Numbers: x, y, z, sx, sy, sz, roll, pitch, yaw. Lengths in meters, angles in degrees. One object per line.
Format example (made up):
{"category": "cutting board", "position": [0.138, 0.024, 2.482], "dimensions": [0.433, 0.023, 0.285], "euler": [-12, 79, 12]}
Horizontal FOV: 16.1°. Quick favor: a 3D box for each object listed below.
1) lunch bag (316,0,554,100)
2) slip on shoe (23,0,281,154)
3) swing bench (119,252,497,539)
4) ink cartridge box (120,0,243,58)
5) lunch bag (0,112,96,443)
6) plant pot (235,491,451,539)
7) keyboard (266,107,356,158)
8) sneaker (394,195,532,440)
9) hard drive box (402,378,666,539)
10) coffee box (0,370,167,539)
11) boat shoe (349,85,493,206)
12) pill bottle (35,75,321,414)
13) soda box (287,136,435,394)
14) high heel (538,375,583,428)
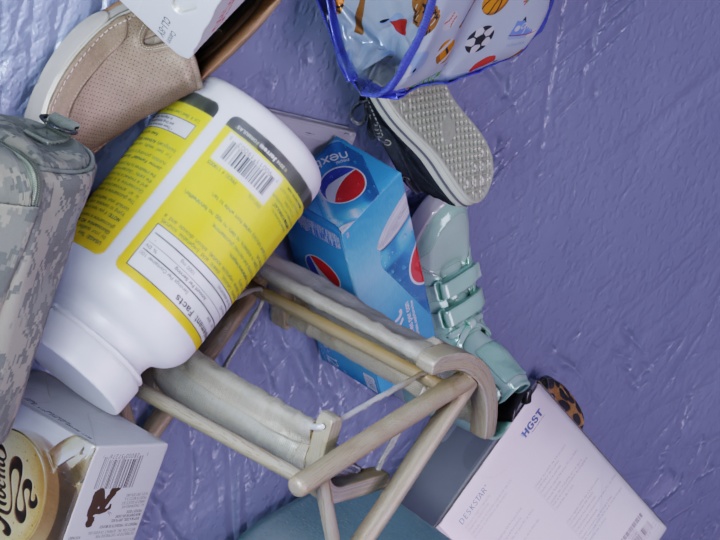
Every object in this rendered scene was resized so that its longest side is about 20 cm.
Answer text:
{"category": "lunch bag", "position": [0.056, -0.224, 1.701], "dimensions": [0.170, 0.123, 0.202], "euler": [-22, 121, -48]}
{"category": "slip on shoe", "position": [-0.124, -0.129, 1.550], "dimensions": [0.200, 0.060, 0.076], "euler": [-44, 145, -31]}
{"category": "swing bench", "position": [-0.044, 0.082, 1.700], "dimensions": [0.200, 0.198, 0.130], "euler": [-44, 145, -31]}
{"category": "ink cartridge box", "position": [-0.058, -0.240, 1.492], "dimensions": [0.200, 0.083, 0.145], "euler": [-50, 180, -23]}
{"category": "lunch bag", "position": [-0.235, 0.006, 1.400], "dimensions": [0.167, 0.139, 0.201], "euler": [2, 111, -57]}
{"category": "plant pot", "position": [-0.030, 0.301, 1.909], "dimensions": [0.199, 0.195, 0.198], "euler": [-16, 126, -42]}
{"category": "keyboard", "position": [-0.065, -0.082, 1.735], "dimensions": [0.200, 0.011, 0.057], "euler": [8, 110, -59]}
{"category": "sneaker", "position": [0.089, 0.035, 1.955], "dimensions": [0.074, 0.118, 0.202], "euler": [-31, 136, -40]}
{"category": "hard drive box", "position": [0.141, 0.208, 2.125], "dimensions": [0.156, 0.077, 0.200], "euler": [-52, 120, -19]}
{"category": "coffee box", "position": [-0.214, 0.177, 1.592], "dimensions": [0.080, 0.113, 0.201], "euler": [3, 110, -58]}
{"category": "boat shoe", "position": [0.028, -0.120, 1.798], "dimensions": [0.200, 0.062, 0.075], "euler": [55, 52, -41]}
{"category": "pill bottle", "position": [-0.123, -0.014, 1.586], "dimensions": [0.200, 0.112, 0.113], "euler": [-52, 148, -14]}
{"category": "soda box", "position": [0.000, 0.000, 1.833], "dimensions": [0.068, 0.064, 0.201], "euler": [-46, 149, -23]}
{"category": "high heel", "position": [0.118, 0.184, 2.192], "dimensions": [0.199, 0.071, 0.144], "euler": [-28, 117, -33]}
